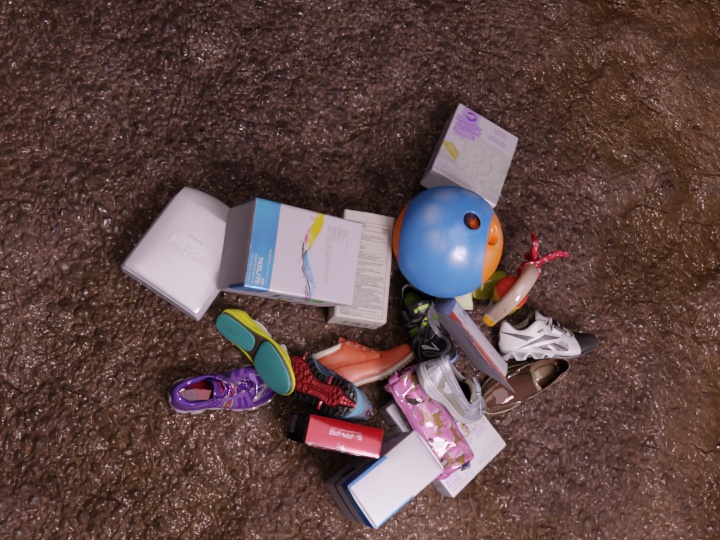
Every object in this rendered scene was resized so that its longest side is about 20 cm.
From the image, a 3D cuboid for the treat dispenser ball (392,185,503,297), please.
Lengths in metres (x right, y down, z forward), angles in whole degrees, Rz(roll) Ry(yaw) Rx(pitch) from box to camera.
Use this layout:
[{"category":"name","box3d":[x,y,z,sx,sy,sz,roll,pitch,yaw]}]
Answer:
[{"category":"treat dispenser ball","box3d":[0.157,-0.052,1.291,0.199,0.201,0.203,3,76,-14]}]

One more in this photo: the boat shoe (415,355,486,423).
[{"category":"boat shoe","box3d":[0.170,0.205,1.231,0.202,0.064,0.075,41,27,-40]}]

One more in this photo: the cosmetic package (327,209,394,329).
[{"category":"cosmetic package","box3d":[0.000,0.000,1.328,0.102,0.087,0.202,9,76,-11]}]

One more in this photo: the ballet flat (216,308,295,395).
[{"category":"ballet flat","box3d":[-0.167,0.134,1.238,0.200,0.067,0.067,40,24,23]}]

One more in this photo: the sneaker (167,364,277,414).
[{"category":"sneaker","box3d":[-0.228,0.207,1.221,0.198,0.083,0.082,-10,80,-20]}]

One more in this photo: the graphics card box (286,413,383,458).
[{"category":"graphics card box","box3d":[-0.047,0.274,1.192,0.124,0.200,0.051,14,75,-10]}]

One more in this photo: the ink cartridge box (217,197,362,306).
[{"category":"ink cartridge box","box3d":[-0.121,-0.024,1.223,0.198,0.146,0.148,11,82,-27]}]

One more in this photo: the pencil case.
[{"category":"pencil case","box3d":[0.118,0.260,1.242,0.082,0.087,0.201,-29,84,-4]}]

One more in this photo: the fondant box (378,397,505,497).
[{"category":"fondant box","box3d":[0.151,0.291,1.318,0.144,0.058,0.201,-37,90,-20]}]

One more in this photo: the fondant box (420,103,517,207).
[{"category":"fondant box","box3d":[0.219,-0.219,1.419,0.143,0.058,0.201,29,54,-6]}]

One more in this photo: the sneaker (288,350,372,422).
[{"category":"sneaker","box3d":[-0.059,0.208,1.217,0.095,0.199,0.080,37,84,-46]}]

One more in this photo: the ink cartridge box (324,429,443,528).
[{"category":"ink cartridge box","box3d":[0.034,0.348,1.197,0.146,0.200,0.086,-34,87,-20]}]

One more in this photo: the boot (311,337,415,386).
[{"category":"boot","box3d":[0.008,0.160,1.304,0.198,0.075,0.108,-20,78,-17]}]

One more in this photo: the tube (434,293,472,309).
[{"category":"tube","box3d":[0.189,-0.023,1.406,0.051,0.058,0.202,13,74,-27]}]

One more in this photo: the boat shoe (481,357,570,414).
[{"category":"boat shoe","box3d":[0.316,0.212,1.370,0.201,0.075,0.075,-26,85,-19]}]

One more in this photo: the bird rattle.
[{"category":"bird rattle","box3d":[0.298,0.031,1.344,0.113,0.200,0.163,45,42,-7]}]

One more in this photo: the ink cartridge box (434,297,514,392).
[{"category":"ink cartridge box","box3d":[0.212,0.126,1.287,0.057,0.200,0.163,-41,99,-9]}]

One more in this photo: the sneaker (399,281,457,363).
[{"category":"sneaker","box3d":[0.113,0.098,1.293,0.070,0.083,0.200,-24,44,-2]}]

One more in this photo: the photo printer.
[{"category":"photo printer","box3d":[-0.298,-0.038,1.265,0.166,0.069,0.201,35,71,-5]}]

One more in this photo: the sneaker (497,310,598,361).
[{"category":"sneaker","box3d":[0.363,0.122,1.374,0.198,0.074,0.090,-3,98,-6]}]
